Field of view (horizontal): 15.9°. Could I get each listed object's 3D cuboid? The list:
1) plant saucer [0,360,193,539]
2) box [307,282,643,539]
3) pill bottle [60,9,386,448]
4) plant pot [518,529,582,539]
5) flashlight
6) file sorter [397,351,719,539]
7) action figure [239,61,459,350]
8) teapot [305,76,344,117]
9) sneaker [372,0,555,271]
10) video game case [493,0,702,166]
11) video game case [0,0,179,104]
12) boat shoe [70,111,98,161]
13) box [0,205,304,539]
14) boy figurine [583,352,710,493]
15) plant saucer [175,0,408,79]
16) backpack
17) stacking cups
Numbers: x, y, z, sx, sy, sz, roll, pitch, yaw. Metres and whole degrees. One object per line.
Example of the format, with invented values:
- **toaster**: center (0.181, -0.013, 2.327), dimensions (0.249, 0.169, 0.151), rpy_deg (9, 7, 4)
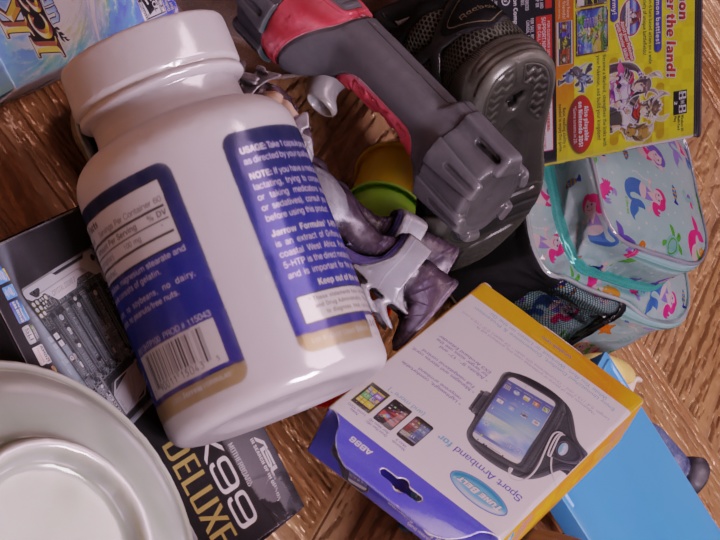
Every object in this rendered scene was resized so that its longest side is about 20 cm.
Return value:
- **plant saucer**: center (-0.150, 0.134, 1.187), dimensions (0.200, 0.050, 0.201), rpy_deg (14, 65, -34)
- **box**: center (0.060, 0.090, 1.422), dimensions (0.119, 0.042, 0.200), rpy_deg (37, 40, 14)
- **pill bottle**: center (-0.075, -0.023, 1.303), dimensions (0.120, 0.119, 0.201), rpy_deg (-8, 75, -58)
- **plant pot**: center (0.080, 0.268, 1.386), dimensions (0.175, 0.200, 0.201), rpy_deg (-38, 101, -41)
- **flashlight**: center (0.009, -0.098, 1.444), dimensions (0.200, 0.068, 0.068), rpy_deg (49, -2, 25)
- **file sorter**: center (0.135, 0.183, 1.564), dimensions (0.200, 0.122, 0.139), rpy_deg (56, 33, -12)
- **action figure**: center (-0.030, -0.049, 1.463), dimensions (0.200, 0.069, 0.130), rpy_deg (44, 1, -9)
- **teapot**: center (-0.010, -0.224, 1.625), dimensions (0.200, 0.146, 0.198), rpy_deg (-112, -173, -70)
- **sneaker**: center (0.055, -0.091, 1.521), dimensions (0.076, 0.200, 0.114), rpy_deg (-21, 56, -19)
- **video game case**: center (0.127, -0.163, 1.578), dimensions (0.180, 0.025, 0.201), rpy_deg (-11, 113, -21)
- **video game case**: center (-0.200, -0.200, 1.408), dimensions (0.201, 0.045, 0.181), rpy_deg (62, 32, -5)
- **boat shoe**: center (-0.096, -0.017, 1.416), dimensions (0.200, 0.075, 0.068), rpy_deg (56, 32, 6)
- **box**: center (-0.126, 0.069, 1.324), dimensions (0.158, 0.050, 0.201), rpy_deg (-29, 92, -59)
- **boy figurine**: center (0.147, 0.110, 1.689), dimensions (0.200, 0.064, 0.125), rpy_deg (37, 60, -33)
- **plant saucer**: center (-0.055, -0.214, 1.517), dimensions (0.201, 0.200, 0.032), rpy_deg (58, 4, -10)
- **backpack**: center (0.145, -0.037, 1.722), dimensions (0.200, 0.150, 0.178), rpy_deg (30, 44, -50)
- **stacking cups**: center (0.000, 0.000, 1.553), dimensions (0.061, 0.060, 0.200), rpy_deg (51, 34, -21)
